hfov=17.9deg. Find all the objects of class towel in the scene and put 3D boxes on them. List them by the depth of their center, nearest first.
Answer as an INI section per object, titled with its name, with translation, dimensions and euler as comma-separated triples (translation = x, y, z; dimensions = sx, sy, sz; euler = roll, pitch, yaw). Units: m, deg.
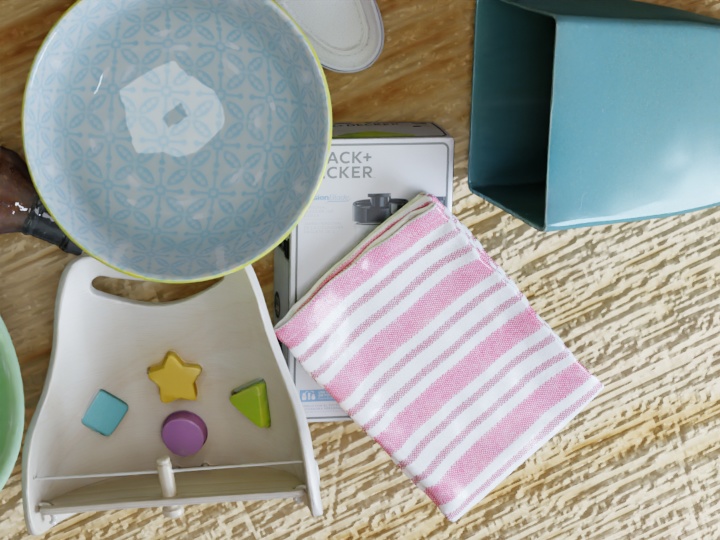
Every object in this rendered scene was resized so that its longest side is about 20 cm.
[towel]
translation = 0.055, 0.061, 1.552
dimensions = 0.146, 0.030, 0.200
euler = -42, 108, 1

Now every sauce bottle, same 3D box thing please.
[sauce bottle]
translation = -0.271, -0.061, 1.503
dimensions = 0.200, 0.066, 0.066
euler = 23, 98, -16

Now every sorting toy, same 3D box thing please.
[sorting toy]
translation = -0.127, 0.073, 1.531
dimensions = 0.199, 0.107, 0.181
euler = -4, 103, 7

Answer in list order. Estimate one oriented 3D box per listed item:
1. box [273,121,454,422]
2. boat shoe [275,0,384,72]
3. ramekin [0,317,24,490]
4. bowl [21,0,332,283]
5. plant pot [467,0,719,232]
[box]
translation = 0.000, 0.000, 1.572
dimensions = 0.116, 0.060, 0.201
euler = 0, 103, -11
[boat shoe]
translation = -0.050, -0.210, 1.505
dimensions = 0.071, 0.070, 0.200
euler = -36, 107, -1
[ramekin]
translation = -0.322, 0.080, 1.462
dimensions = 0.098, 0.200, 0.200
euler = -22, 112, 36
[bowl]
translation = -0.118, -0.095, 1.493
dimensions = 0.199, 0.108, 0.201
euler = 0, 93, -2
[plant pot]
translation = 0.192, -0.111, 1.544
dimensions = 0.199, 0.141, 0.142
euler = -2, 104, -18
